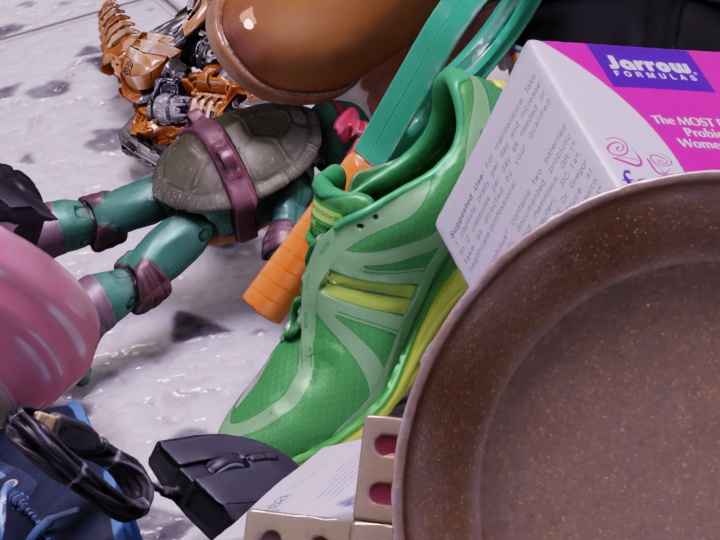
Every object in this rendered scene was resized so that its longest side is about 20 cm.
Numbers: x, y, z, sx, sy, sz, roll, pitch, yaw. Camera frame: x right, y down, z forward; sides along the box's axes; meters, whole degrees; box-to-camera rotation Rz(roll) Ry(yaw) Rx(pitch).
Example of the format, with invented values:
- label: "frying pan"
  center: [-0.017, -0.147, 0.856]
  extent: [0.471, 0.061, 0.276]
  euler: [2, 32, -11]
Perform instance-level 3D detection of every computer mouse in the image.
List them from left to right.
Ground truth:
- label: "computer mouse"
  center: [-0.067, 0.072, 1.081]
  extent: [0.034, 0.200, 0.059]
  euler: [-47, 65, 9]

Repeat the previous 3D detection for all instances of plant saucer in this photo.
- label: "plant saucer"
  center: [-0.209, 0.023, 1.201]
  extent: [0.200, 0.201, 0.051]
  euler: [3, 65, 19]
- label: "plant saucer"
  center: [0.109, 0.070, 0.886]
  extent: [0.200, 0.201, 0.037]
  euler: [-7, -2, 1]

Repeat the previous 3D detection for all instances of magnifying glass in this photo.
- label: "magnifying glass"
  center: [0.018, -0.062, 1.244]
  extent: [0.022, 0.200, 0.080]
  euler: [39, 3, 14]

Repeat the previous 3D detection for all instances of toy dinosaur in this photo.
- label: "toy dinosaur"
  center: [-0.079, -0.108, 1.490]
  extent: [0.136, 0.102, 0.200]
  euler: [-37, 59, -17]

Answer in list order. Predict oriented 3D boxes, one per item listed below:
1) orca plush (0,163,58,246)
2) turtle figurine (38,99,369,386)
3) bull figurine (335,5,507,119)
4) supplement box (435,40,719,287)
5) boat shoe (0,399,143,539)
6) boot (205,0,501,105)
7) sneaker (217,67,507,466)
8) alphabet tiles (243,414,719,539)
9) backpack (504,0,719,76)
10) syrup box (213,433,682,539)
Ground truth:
- label: "orca plush"
  center: [-0.179, -0.034, 1.228]
  extent: [0.105, 0.071, 0.200]
  euler: [5, -16, -8]
- label: "turtle figurine"
  center: [-0.059, -0.026, 1.324]
  extent: [0.200, 0.101, 0.150]
  euler: [-22, 28, -12]
- label: "bull figurine"
  center: [0.028, -0.106, 1.416]
  extent: [0.200, 0.122, 0.065]
  euler: [-28, 33, -34]
- label: "supplement box"
  center: [0.122, 0.015, 1.097]
  extent: [0.101, 0.104, 0.200]
  euler: [0, 42, -30]
- label: "boat shoe"
  center: [-0.117, 0.113, 1.113]
  extent: [0.068, 0.084, 0.200]
  euler: [-21, 13, -8]
- label: "boot"
  center: [0.036, -0.149, 1.283]
  extent: [0.200, 0.074, 0.155]
  euler: [-28, -3, -41]
- label: "sneaker"
  center: [0.000, 0.000, 1.203]
  extent: [0.200, 0.084, 0.074]
  euler: [-52, 23, -2]
- label: "alphabet tiles"
  center: [0.058, 0.135, 0.906]
  extent: [0.199, 0.167, 0.006]
  euler: [7, -1, 2]
- label: "backpack"
  center: [0.164, -0.077, 1.292]
  extent: [0.176, 0.154, 0.200]
  euler: [-30, 33, -27]
- label: "syrup box"
  center: [0.054, 0.095, 1.005]
  extent: [0.200, 0.082, 0.079]
  euler: [-17, 12, 38]
